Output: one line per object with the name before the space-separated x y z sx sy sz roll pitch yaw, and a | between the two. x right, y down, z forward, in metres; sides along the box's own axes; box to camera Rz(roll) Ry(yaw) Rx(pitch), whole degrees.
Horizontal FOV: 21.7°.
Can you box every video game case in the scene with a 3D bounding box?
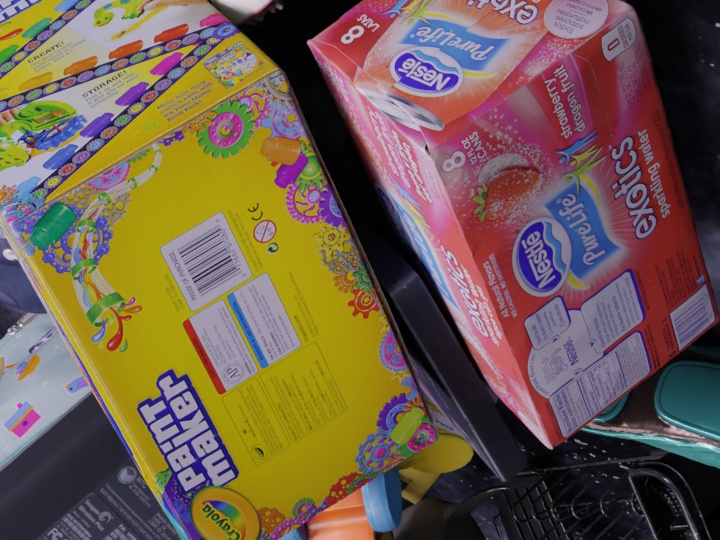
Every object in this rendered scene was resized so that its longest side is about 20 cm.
video game case | 0.000 0.000 0.895 0.200 0.019 0.143 47 171 47

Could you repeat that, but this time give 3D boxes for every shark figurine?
shark figurine | 0.052 0.158 1.050 0.089 0.215 0.129 -32 97 13

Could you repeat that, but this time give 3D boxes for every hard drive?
hard drive | -0.100 0.112 1.015 0.140 0.200 0.033 52 176 -33

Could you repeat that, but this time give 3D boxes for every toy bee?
toy bee | -0.015 0.124 0.974 0.130 0.202 0.109 12 169 14

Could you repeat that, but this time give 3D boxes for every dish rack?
dish rack | 0.147 0.176 1.062 0.199 0.054 0.154 -14 101 53

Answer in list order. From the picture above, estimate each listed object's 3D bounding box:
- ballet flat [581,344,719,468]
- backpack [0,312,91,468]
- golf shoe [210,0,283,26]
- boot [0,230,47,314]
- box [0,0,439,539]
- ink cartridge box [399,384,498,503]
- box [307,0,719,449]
ballet flat | 0.144 0.061 0.931 0.199 0.068 0.070 19 164 22
backpack | -0.174 0.128 1.094 0.153 0.200 0.176 35 163 47
golf shoe | -0.033 -0.163 0.716 0.091 0.076 0.200 39 149 -13
boot | -0.151 -0.015 1.043 0.199 0.073 0.091 18 134 36
box | -0.085 -0.013 0.823 0.193 0.121 0.201 47 164 54
ink cartridge box | -0.033 0.065 1.111 0.197 0.047 0.200 29 150 0
box | 0.068 -0.034 0.773 0.095 0.099 0.200 45 168 42
